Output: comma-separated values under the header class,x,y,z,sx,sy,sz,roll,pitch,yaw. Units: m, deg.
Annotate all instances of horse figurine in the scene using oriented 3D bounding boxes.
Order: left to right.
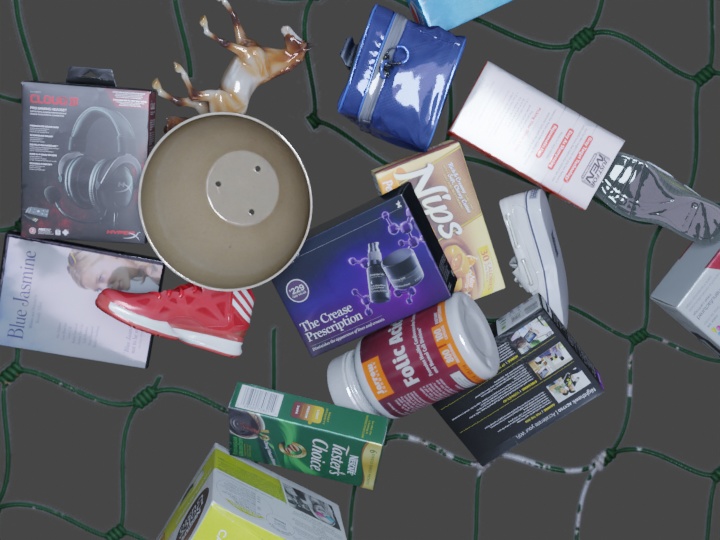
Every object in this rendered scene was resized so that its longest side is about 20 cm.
class,x,y,z,sx,sy,sz,roll,pitch,yaw
horse figurine,-0.163,-0.234,1.084,0.132,0.050,0.201,36,84,-33

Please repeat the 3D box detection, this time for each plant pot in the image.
class,x,y,z,sx,sy,sz,roll,pitch,yaw
plant pot,-0.151,-0.091,1.069,0.197,0.135,0.203,0,103,1

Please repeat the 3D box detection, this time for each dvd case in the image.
class,x,y,z,sx,sy,sz,roll,pitch,yaw
dvd case,-0.355,0.038,1.128,0.197,0.018,0.145,10,99,-10

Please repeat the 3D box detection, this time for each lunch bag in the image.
class,x,y,z,sx,sy,sz,roll,pitch,yaw
lunch bag,0.040,-0.222,1.043,0.131,0.200,0.137,20,95,2

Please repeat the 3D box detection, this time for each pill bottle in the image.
class,x,y,z,sx,sy,sz,roll,pitch,yaw
pill bottle,0.063,0.117,1.124,0.199,0.114,0.115,-28,104,23

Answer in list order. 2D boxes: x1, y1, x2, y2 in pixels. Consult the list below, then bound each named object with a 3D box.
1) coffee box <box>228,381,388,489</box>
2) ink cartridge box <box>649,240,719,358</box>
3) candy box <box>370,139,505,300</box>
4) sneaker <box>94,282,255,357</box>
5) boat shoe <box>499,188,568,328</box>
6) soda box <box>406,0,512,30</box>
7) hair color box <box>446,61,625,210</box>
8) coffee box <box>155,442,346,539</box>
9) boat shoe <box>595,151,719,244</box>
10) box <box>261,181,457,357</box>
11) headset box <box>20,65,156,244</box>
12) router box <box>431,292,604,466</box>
class,x,y,z,sx,sy,sz,roll,pitch,yaw
coffee box,-0.068,0.211,1.132,0.197,0.044,0.124,14,139,3
ink cartridge box,0.524,0.046,1.222,0.199,0.083,0.146,37,92,-12
candy box,0.100,-0.053,1.158,0.114,0.055,0.202,-21,102,-3
sneaker,-0.222,0.027,1.114,0.199,0.078,0.117,22,86,-35
boat shoe,0.229,-0.008,1.181,0.065,0.072,0.202,-8,117,24
soda box,0.158,-0.358,1.108,0.198,0.064,0.068,-25,103,-3
hair color box,0.219,-0.169,1.135,0.199,0.061,0.102,30,95,0
coffee box,-0.149,0.375,1.125,0.199,0.198,0.201,30,94,-12
boat shoe,0.388,-0.099,1.187,0.200,0.065,0.075,24,106,3
box,0.000,0.000,1.110,0.198,0.079,0.142,-25,98,17
headset box,-0.323,-0.139,1.072,0.147,0.077,0.203,3,101,-9
router box,0.197,0.147,1.183,0.199,0.051,0.150,-35,103,17
